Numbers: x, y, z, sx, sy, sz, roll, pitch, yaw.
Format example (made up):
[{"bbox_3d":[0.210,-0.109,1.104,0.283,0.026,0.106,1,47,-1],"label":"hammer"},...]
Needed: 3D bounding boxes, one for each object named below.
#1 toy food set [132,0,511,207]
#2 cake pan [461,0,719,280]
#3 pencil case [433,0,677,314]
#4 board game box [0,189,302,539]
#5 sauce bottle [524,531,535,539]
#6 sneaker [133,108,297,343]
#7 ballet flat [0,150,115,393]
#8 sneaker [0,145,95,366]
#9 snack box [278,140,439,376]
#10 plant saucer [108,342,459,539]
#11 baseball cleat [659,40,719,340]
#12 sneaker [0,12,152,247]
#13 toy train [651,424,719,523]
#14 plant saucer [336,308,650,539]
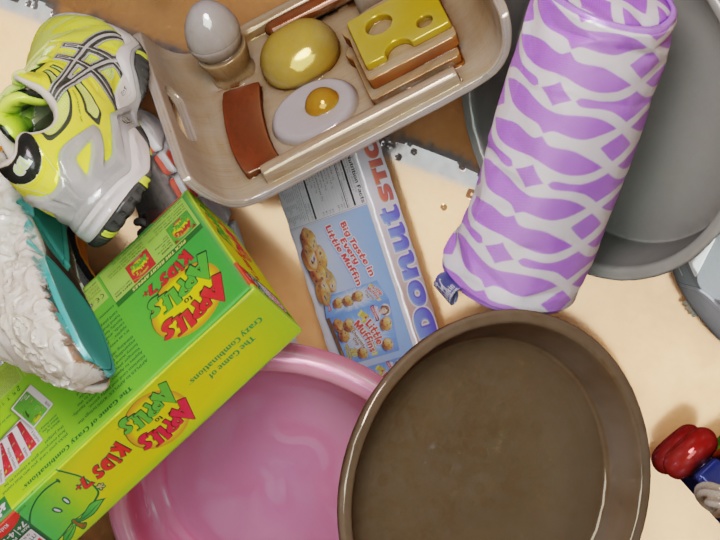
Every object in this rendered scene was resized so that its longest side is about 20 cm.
[{"bbox_3d":[-0.022,-0.131,1.617,0.199,0.144,0.060,-28,131,4],"label":"toy food set"},{"bbox_3d":[0.142,-0.096,1.611,0.200,0.037,0.201,13,111,39],"label":"cake pan"},{"bbox_3d":[0.105,-0.071,1.575,0.084,0.086,0.201,1,125,-31],"label":"pencil case"},{"bbox_3d":[-0.135,0.061,1.577,0.200,0.102,0.048,-43,132,5],"label":"board game box"},{"bbox_3d":[0.081,0.158,1.658,0.066,0.066,0.201,1,89,4],"label":"sauce bottle"},{"bbox_3d":[-0.105,0.005,1.663,0.082,0.077,0.201,-27,89,10],"label":"sneaker"},{"bbox_3d":[-0.179,0.013,1.564,0.071,0.200,0.072,-8,125,-11],"label":"ballet flat"},{"bbox_3d":[-0.181,0.030,1.667,0.077,0.078,0.201,1,90,-1],"label":"sneaker"},{"bbox_3d":[0.000,0.000,1.659,0.072,0.024,0.201,-18,90,44],"label":"snack box"},{"bbox_3d":[-0.041,0.122,1.640,0.200,0.051,0.201,4,119,8],"label":"plant saucer"},{"bbox_3d":[0.208,-0.052,1.623,0.070,0.106,0.201,-20,90,-30],"label":"baseball cleat"},{"bbox_3d":[-0.164,-0.095,1.606,0.076,0.200,0.075,30,110,-27],"label":"sneaker"},{"bbox_3d":[0.231,0.096,1.581,0.116,0.200,0.085,-43,88,-1],"label":"toy train"},{"bbox_3d":[0.070,0.119,1.589,0.199,0.029,0.201,-5,100,-29],"label":"plant saucer"}]
